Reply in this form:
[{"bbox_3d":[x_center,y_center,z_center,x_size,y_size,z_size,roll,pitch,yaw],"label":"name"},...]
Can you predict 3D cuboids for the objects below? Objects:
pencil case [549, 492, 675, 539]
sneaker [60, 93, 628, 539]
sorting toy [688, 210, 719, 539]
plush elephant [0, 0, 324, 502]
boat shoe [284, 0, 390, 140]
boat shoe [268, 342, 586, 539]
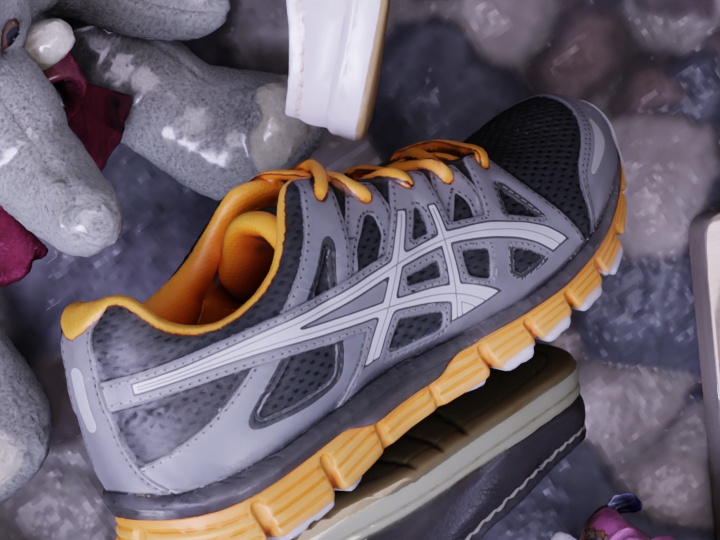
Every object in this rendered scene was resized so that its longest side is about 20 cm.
[{"bbox_3d":[0.025,0.151,0.830,0.200,0.083,0.087,-36,99,-7],"label":"pencil case"},{"bbox_3d":[0.000,0.000,0.766,0.200,0.078,0.077,-40,111,-35],"label":"sneaker"},{"bbox_3d":[0.215,0.072,0.869,0.199,0.070,0.200,-6,91,-10],"label":"sorting toy"},{"bbox_3d":[-0.110,-0.051,0.768,0.165,0.155,0.200,-42,97,-7],"label":"plush elephant"},{"bbox_3d":[-0.024,-0.135,0.778,0.069,0.071,0.201,-1,87,-4],"label":"boat shoe"},{"bbox_3d":[-0.015,0.091,0.769,0.200,0.072,0.066,-33,109,-24],"label":"boat shoe"}]
